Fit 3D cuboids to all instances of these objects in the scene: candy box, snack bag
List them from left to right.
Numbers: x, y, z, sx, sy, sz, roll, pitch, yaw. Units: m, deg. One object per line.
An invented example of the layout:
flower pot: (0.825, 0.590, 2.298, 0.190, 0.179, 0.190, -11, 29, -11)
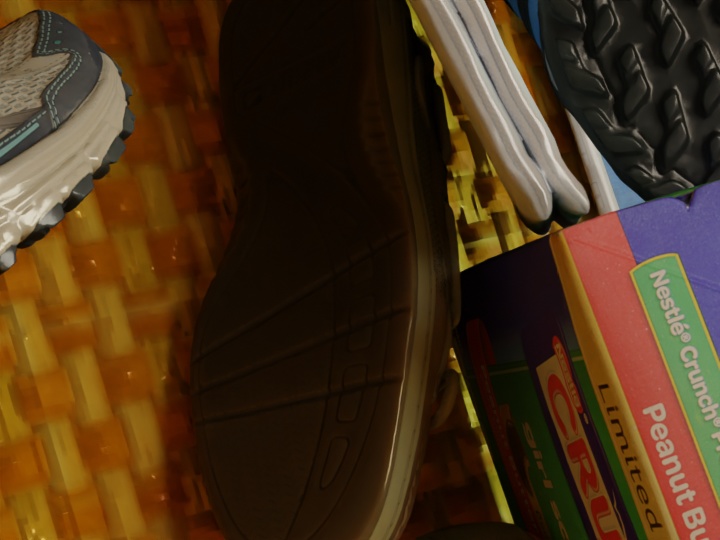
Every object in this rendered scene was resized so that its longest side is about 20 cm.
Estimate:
snack bag: (0.013, -0.100, 0.699, 0.200, 0.021, 0.189, 63, 4, 3)
candy box: (0.093, 0.065, 0.671, 0.077, 0.200, 0.169, -19, 88, -10)

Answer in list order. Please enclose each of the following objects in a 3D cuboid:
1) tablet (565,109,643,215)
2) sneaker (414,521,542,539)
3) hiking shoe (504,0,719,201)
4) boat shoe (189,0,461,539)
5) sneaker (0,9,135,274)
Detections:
tablet: (0.095, -0.099, 0.888, 0.130, 0.014, 0.200, -16, 86, -52)
sneaker: (0.030, 0.166, 0.662, 0.095, 0.079, 0.200, 67, 22, -53)
hiking shoe: (0.074, -0.102, 0.782, 0.200, 0.074, 0.087, 61, 1, 6)
boat shoe: (-0.002, 0.000, 0.686, 0.063, 0.073, 0.201, 40, 36, -45)
sneaker: (-0.124, -0.020, 0.543, 0.086, 0.078, 0.200, 56, 40, -12)
